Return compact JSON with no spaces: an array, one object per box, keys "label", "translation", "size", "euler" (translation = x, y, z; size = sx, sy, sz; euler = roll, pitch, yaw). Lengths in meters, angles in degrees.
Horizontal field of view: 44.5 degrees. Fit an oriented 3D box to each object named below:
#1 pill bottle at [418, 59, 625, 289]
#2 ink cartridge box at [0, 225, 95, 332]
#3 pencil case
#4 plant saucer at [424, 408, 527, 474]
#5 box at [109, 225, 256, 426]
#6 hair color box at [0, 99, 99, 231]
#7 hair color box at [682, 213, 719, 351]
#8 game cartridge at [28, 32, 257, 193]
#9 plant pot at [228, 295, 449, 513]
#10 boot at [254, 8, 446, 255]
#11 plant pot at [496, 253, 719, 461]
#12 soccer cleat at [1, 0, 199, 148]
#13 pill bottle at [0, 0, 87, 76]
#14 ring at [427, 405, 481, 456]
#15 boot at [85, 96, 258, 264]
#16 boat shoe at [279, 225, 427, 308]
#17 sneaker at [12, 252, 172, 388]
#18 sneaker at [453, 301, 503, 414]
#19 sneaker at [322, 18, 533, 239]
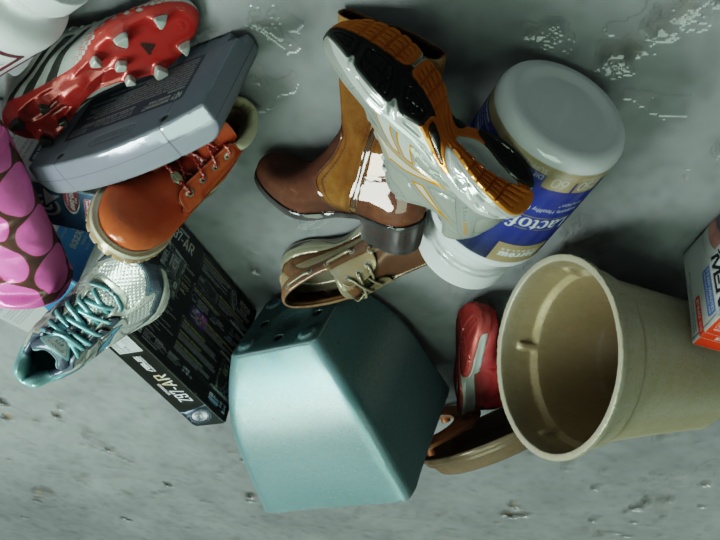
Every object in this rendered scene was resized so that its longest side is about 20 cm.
[{"label":"pill bottle","translation":[0.130,-0.075,0.767],"size":[0.116,0.116,0.200],"euler":[19,142,-10]},{"label":"ink cartridge box","translation":[-0.420,-0.032,0.980],"size":[0.200,0.084,0.145],"euler":[32,138,-25]},{"label":"pencil case","translation":[-0.328,-0.047,0.777],"size":[0.094,0.091,0.200],"euler":[-23,139,-14]},{"label":"plant saucer","translation":[0.167,0.196,1.056],"size":[0.200,0.200,0.029],"euler":[-26,86,37]},{"label":"box","translation":[-0.198,0.052,0.969],"size":[0.043,0.160,0.200],"euler":[-10,138,25]},{"label":"hair color box","translation":[-0.318,-0.104,0.852],"size":[0.200,0.100,0.061],"euler":[12,140,-1]},{"label":"hair color box","translation":[0.366,-0.023,0.776],"size":[0.064,0.111,0.200],"euler":[16,141,-6]},{"label":"game cartridge","translation":[-0.189,-0.131,0.760],"size":[0.200,0.133,0.042],"euler":[-13,135,28]},{"label":"plant pot","translation":[-0.041,0.133,1.014],"size":[0.196,0.196,0.200],"euler":[-13,117,28]},{"label":"boot","translation":[-0.019,-0.127,0.769],"size":[0.188,0.068,0.200],"euler":[30,138,30]},{"label":"plant pot","translation":[0.269,0.092,0.890],"size":[0.183,0.201,0.200],"euler":[7,146,-24]},{"label":"soccer cleat","translation":[-0.230,-0.186,0.758],"size":[0.200,0.085,0.069],"euler":[-31,148,14]},{"label":"pill bottle","translation":[-0.311,-0.212,0.705],"size":[0.200,0.113,0.113],"euler":[-17,134,30]},{"label":"ring","translation":[0.059,0.215,1.109],"size":[0.200,0.200,0.019],"euler":[-20,92,33]},{"label":"boot","translation":[-0.159,-0.087,0.766],"size":[0.075,0.200,0.107],"euler":[43,129,-10]},{"label":"boat shoe","translation":[0.000,0.000,0.926],"size":[0.200,0.072,0.076],"euler":[-16,134,31]},{"label":"sneaker","translation":[-0.247,0.050,0.800],"size":[0.078,0.086,0.200],"euler":[45,124,-7]},{"label":"sneaker","translation":[0.171,0.098,1.025],"size":[0.115,0.078,0.200],"euler":[-4,147,-2]},{"label":"sneaker","translation":[0.034,-0.099,0.676],"size":[0.200,0.076,0.092],"euler":[48,139,-2]}]
